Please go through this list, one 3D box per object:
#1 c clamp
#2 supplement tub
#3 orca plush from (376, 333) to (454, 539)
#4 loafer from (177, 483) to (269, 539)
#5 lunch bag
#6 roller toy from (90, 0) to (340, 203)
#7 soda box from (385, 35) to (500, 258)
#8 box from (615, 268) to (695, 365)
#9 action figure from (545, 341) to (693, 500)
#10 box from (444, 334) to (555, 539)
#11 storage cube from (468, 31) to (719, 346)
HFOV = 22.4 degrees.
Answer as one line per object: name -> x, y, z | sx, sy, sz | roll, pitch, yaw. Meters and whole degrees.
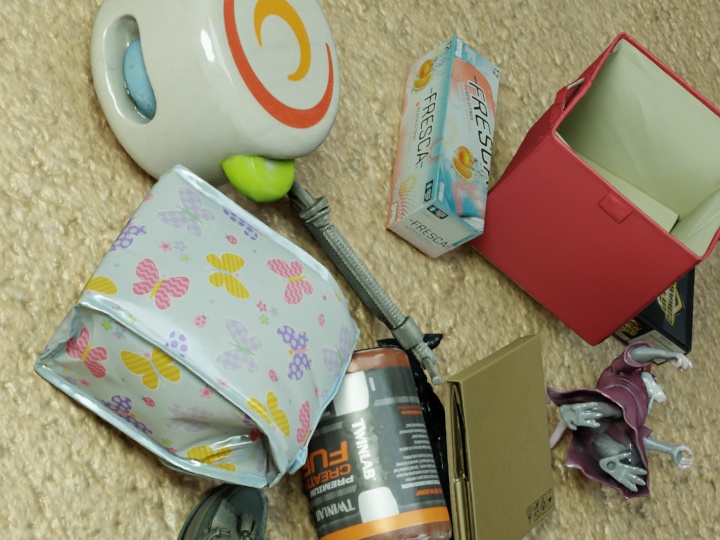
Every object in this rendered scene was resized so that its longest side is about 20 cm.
c clamp -> 0.000, 0.000, 1.491 | 0.200, 0.027, 0.171 | 52, -2, -6
supplement tub -> 0.010, 0.168, 1.430 | 0.107, 0.107, 0.201 | 0, 70, -46
orca plush -> 0.072, 0.143, 1.534 | 0.105, 0.071, 0.201 | 24, 54, -37
loafer -> -0.104, 0.229, 1.312 | 0.072, 0.063, 0.200 | 47, 44, -19
lunch bag -> -0.111, 0.053, 1.337 | 0.200, 0.127, 0.170 | 33, 46, -6
roller toy -> -0.117, -0.162, 1.440 | 0.183, 0.139, 0.200 | 50, 39, -31
soda box -> 0.078, -0.115, 1.672 | 0.063, 0.068, 0.201 | 32, 49, -30
box -> 0.262, -0.036, 1.845 | 0.198, 0.050, 0.201 | 37, 47, -29
action figure -> 0.239, 0.138, 1.718 | 0.200, 0.148, 0.135 | -51, 140, -65
box -> 0.120, 0.151, 1.542 | 0.200, 0.021, 0.164 | -21, 107, -64
storage cube -> 0.229, -0.070, 1.669 | 0.200, 0.180, 0.171 | 40, 51, -3
